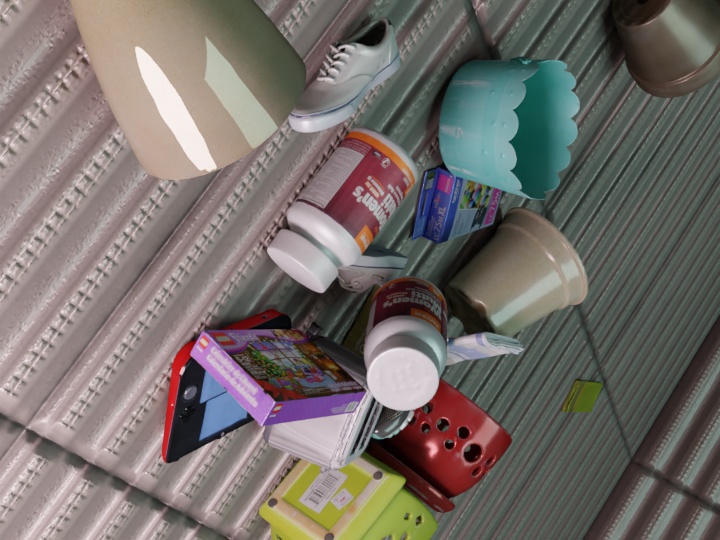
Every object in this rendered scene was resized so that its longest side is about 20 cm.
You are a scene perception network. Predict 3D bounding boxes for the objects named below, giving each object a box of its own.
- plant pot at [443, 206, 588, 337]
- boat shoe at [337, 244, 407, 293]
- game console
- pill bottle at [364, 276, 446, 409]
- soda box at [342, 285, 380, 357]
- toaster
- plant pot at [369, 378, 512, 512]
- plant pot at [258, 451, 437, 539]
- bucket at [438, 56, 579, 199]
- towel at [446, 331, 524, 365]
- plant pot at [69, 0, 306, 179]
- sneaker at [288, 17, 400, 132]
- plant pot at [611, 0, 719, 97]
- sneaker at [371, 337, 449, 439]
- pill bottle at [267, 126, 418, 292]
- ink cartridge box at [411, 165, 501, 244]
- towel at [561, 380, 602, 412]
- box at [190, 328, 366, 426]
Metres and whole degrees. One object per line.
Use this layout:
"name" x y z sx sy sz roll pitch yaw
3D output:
"plant pot" 0.249 0.026 1.771 0.183 0.200 0.201 -37 143 -17
"boat shoe" 0.000 0.000 1.473 0.200 0.071 0.070 4 108 -64
"game console" -0.173 0.149 1.365 0.200 0.031 0.178 -21 131 -47
"pill bottle" 0.061 0.095 1.397 0.200 0.109 0.110 -80 -178 -66
"soda box" 0.012 0.129 1.589 0.201 0.068 0.064 -60 150 -2
"toaster" -0.042 0.184 1.477 0.201 0.129 0.114 -69 163 11
"plant pot" 0.131 0.298 1.777 0.183 0.200 0.200 -54 149 -9
"plant pot" -0.028 0.380 1.616 0.200 0.199 0.182 -48 140 -21
"bucket" 0.217 -0.213 1.524 0.207 0.134 0.208 -25 122 -48
"towel" 0.147 0.131 1.689 0.147 0.199 0.024 18 64 -56
"plant pot" -0.175 -0.220 0.948 0.187 0.187 0.200 -49 133 -20
"sneaker" -0.024 -0.239 1.253 0.200 0.073 0.071 -49 139 -37
"plant pot" 0.533 -0.432 1.831 0.173 0.200 0.201 31 87 -44
"sneaker" 0.056 0.151 1.541 0.200 0.077 0.091 -61 148 -21
"pill bottle" -0.023 -0.077 1.331 0.200 0.109 0.110 -53 149 -14
"ink cartridge box" 0.160 -0.113 1.648 0.200 0.042 0.120 -18 128 -48
"towel" 0.559 0.317 2.611 0.200 0.018 0.086 13 103 -59
"box" -0.098 0.128 1.295 0.200 0.137 0.039 4 121 -58
